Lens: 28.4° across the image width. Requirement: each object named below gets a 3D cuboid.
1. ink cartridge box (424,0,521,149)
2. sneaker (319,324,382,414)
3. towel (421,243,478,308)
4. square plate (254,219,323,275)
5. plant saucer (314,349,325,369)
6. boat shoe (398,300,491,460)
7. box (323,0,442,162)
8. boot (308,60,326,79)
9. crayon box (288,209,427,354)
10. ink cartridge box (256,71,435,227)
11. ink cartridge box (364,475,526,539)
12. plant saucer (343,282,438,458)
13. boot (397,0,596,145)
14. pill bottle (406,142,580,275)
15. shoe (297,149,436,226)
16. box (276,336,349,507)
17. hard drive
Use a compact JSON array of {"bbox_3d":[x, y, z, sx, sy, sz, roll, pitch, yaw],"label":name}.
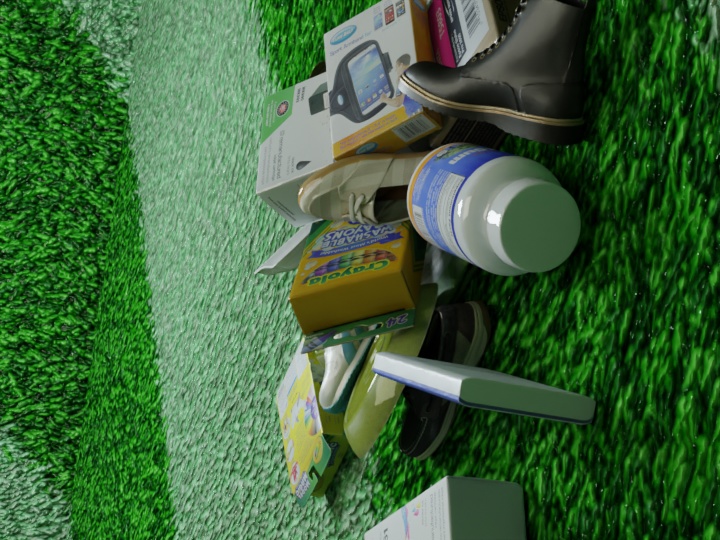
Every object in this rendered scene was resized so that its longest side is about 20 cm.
[{"bbox_3d":[0.124,-0.246,1.502,0.165,0.075,0.201,123,148,-44],"label":"ink cartridge box"},{"bbox_3d":[-0.013,0.064,1.613,0.077,0.080,0.201,46,-120,-69],"label":"sneaker"},{"bbox_3d":[0.086,-0.052,1.576,0.201,0.031,0.150,-101,28,-42],"label":"towel"},{"bbox_3d":[-0.038,-0.058,1.727,0.200,0.028,0.198,-42,6,-10],"label":"square plate"},{"bbox_3d":[-0.014,0.029,1.733,0.200,0.048,0.201,153,119,-69],"label":"plant saucer"},{"bbox_3d":[0.072,0.112,1.487,0.072,0.066,0.202,-109,35,-51],"label":"boat shoe"},{"bbox_3d":[0.020,-0.214,1.527,0.119,0.041,0.201,-26,54,28],"label":"box"},{"bbox_3d":[-0.057,-0.171,1.962,0.155,0.076,0.201,127,139,-58],"label":"boot"},{"bbox_3d":[0.000,0.000,1.491,0.200,0.125,0.052,-78,-31,-59],"label":"crayon box"},{"bbox_3d":[-0.012,-0.154,1.608,0.199,0.084,0.147,-19,51,29],"label":"ink cartridge box"},{"bbox_3d":[0.078,0.298,1.363,0.200,0.084,0.145,130,143,-55],"label":"ink cartridge box"},{"bbox_3d":[0.026,0.099,1.498,0.200,0.031,0.201,-156,90,-86],"label":"plant saucer"},{"bbox_3d":[0.133,-0.210,1.352,0.199,0.077,0.139,19,113,29],"label":"boot"},{"bbox_3d":[0.128,-0.057,1.353,0.200,0.111,0.113,-152,73,-68],"label":"pill bottle"},{"bbox_3d":[0.031,-0.084,1.484,0.070,0.199,0.054,72,-171,-46],"label":"shoe"},{"bbox_3d":[-0.059,0.195,1.821,0.201,0.048,0.118,-101,30,-48],"label":"box"},{"bbox_3d":[0.108,0.106,1.304,0.200,0.131,0.026,-171,91,-69],"label":"hard drive"}]
